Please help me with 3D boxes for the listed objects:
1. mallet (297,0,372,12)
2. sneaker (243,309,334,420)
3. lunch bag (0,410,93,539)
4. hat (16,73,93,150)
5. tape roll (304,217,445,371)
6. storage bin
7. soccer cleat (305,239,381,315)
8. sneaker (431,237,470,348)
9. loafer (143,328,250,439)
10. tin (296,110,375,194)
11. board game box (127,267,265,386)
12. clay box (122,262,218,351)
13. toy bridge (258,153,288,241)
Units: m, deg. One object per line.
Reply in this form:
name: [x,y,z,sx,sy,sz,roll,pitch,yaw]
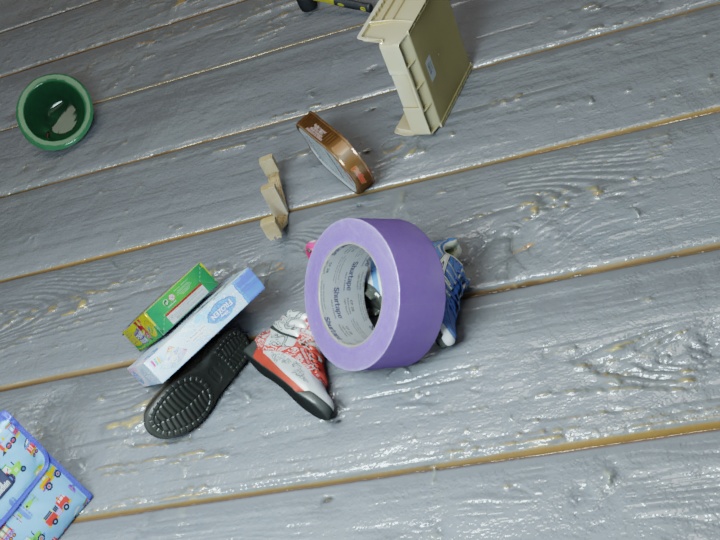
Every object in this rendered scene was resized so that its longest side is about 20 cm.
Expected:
mallet: [-0.056,-0.556,2.219,0.199,0.066,0.041,25,61,27]
sneaker: [-0.074,0.122,1.475,0.108,0.067,0.201,-43,39,-14]
lunch bag: [-0.482,0.294,1.419,0.094,0.201,0.151,13,54,39]
hat: [-0.654,-0.328,2.337,0.165,0.176,0.201,-29,77,-5]
tape roll: [0.016,0.031,1.414,0.084,0.202,0.199,0,20,-40]
storage bin: [0.095,-0.365,1.801,0.093,0.201,0.199,4,49,30]
soccer cleat: [0.000,0.000,1.573,0.086,0.070,0.200,-34,44,-23]
sneaker: [0.111,0.022,1.468,0.076,0.076,0.201,-22,41,13]
loafer: [-0.240,0.166,1.533,0.200,0.073,0.071,-44,22,-31]
tin: [-0.044,-0.195,1.768,0.042,0.112,0.200,-42,40,-3]
board game box: [-0.244,0.087,1.552,0.199,0.043,0.200,-43,7,-19]
clay box: [-0.290,0.060,1.592,0.115,0.048,0.200,-45,6,-24]
toy bridge: [-0.143,-0.115,1.771,0.027,0.067,0.201,-19,38,10]
